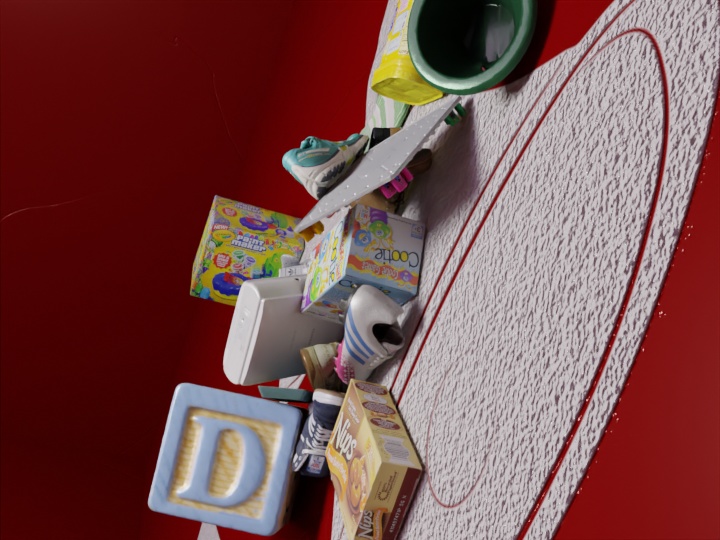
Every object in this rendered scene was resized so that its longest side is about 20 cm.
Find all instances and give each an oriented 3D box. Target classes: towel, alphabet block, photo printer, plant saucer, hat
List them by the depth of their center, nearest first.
[{"bbox_3d":[0.165,-0.280,1.092,0.200,0.176,0.166,34,105,36],"label":"hat"},{"bbox_3d":[-0.104,0.188,1.342,0.200,0.069,0.019,74,-160,-79],"label":"plant saucer"},{"bbox_3d":[-0.103,0.086,1.377,0.069,0.199,0.167,38,120,38],"label":"photo printer"},{"bbox_3d":[-0.193,0.288,1.386,0.200,0.195,0.197,76,-153,-81],"label":"alphabet block"},{"bbox_3d":[0.043,-0.258,1.480,0.153,0.023,0.200,-94,24,-47],"label":"towel"}]

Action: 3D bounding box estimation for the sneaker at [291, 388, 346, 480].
[{"bbox_3d":[-0.048,0.231,1.250,0.200,0.070,0.109,121,163,-71],"label":"sneaker"}]

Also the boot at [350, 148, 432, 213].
[{"bbox_3d":[0.048,-0.120,1.292,0.200,0.073,0.076,-21,97,57],"label":"boot"}]

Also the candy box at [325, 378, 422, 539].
[{"bbox_3d":[0.011,0.230,1.085,0.200,0.055,0.116,-116,43,-67],"label":"candy box"}]

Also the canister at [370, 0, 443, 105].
[{"bbox_3d":[0.092,-0.351,1.282,0.148,0.086,0.201,-168,94,-75],"label":"canister"}]

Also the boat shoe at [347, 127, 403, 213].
[{"bbox_3d":[0.013,-0.147,1.412,0.075,0.062,0.200,-93,22,-44],"label":"boat shoe"}]

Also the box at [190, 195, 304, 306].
[{"bbox_3d":[-0.247,-0.031,1.946,0.122,0.199,0.193,-100,28,-56],"label":"box"}]

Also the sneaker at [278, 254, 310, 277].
[{"bbox_3d":[-0.069,0.002,1.459,0.200,0.114,0.075,123,156,-47],"label":"sneaker"}]

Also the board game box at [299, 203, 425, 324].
[{"bbox_3d":[0.000,0.000,1.243,0.200,0.104,0.104,141,142,-64],"label":"board game box"}]

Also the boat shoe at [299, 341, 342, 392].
[{"bbox_3d":[-0.046,0.148,1.320,0.200,0.062,0.074,87,161,-77],"label":"boat shoe"}]

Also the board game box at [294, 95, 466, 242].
[{"bbox_3d":[0.027,-0.129,1.151,0.200,0.026,0.200,-25,19,45],"label":"board game box"}]

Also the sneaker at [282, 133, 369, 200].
[{"bbox_3d":[-0.045,-0.167,1.283,0.078,0.079,0.200,-59,-8,26],"label":"sneaker"}]

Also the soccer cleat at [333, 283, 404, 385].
[{"bbox_3d":[0.014,0.101,1.175,0.070,0.086,0.201,-50,-23,-33],"label":"soccer cleat"}]
